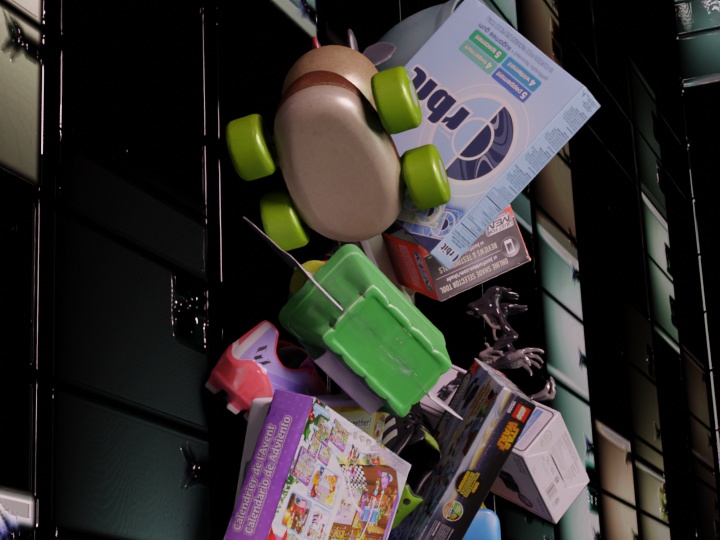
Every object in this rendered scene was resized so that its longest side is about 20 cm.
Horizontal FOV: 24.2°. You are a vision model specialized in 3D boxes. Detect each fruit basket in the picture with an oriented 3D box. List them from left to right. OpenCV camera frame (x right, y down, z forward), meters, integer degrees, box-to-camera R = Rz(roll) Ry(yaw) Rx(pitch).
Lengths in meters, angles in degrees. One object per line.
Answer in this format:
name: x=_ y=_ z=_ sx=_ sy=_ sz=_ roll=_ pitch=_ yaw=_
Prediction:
fruit basket: x=-0.015 y=0.043 z=1.402 sx=0.094 sy=0.200 sz=0.185 roll=-49 pitch=118 yaw=-8

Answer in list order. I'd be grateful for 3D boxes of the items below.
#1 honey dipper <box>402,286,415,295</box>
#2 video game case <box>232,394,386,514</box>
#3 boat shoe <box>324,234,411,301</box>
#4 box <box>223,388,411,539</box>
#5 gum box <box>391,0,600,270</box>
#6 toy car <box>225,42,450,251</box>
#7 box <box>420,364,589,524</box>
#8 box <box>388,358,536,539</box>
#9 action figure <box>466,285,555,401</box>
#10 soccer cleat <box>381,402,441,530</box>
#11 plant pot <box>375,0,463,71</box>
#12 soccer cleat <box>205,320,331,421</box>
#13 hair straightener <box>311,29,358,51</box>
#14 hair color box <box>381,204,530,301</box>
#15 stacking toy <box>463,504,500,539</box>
honey dipper: x=0.030 y=0.055 z=1.712 sx=0.201 sy=0.038 sz=0.038 roll=-75 pitch=148 yaw=-41
video game case: x=-0.045 y=0.193 z=1.371 sx=0.200 sy=0.023 sz=0.183 roll=5 pitch=95 yaw=-61
boat shoe: x=-0.001 y=0.001 z=1.603 sx=0.072 sy=0.060 sz=0.203 roll=-53 pitch=121 yaw=-73
box: x=-0.032 y=0.189 z=1.329 sx=0.200 sy=0.039 sz=0.138 roll=43 pitch=62 yaw=-58
gum box: x=0.091 y=-0.128 z=1.529 sx=0.170 sy=0.200 sz=0.045 roll=45 pitch=4 yaw=37
toy car: x=-0.019 y=-0.137 z=1.512 sx=0.200 sy=0.163 sz=0.158 roll=-91 pitch=161 yaw=-54
box: x=0.121 y=0.162 z=1.676 sx=0.060 sy=0.199 sz=0.117 roll=-48 pitch=133 yaw=-21
box: x=0.084 y=0.187 z=1.538 sx=0.201 sy=0.040 sz=0.137 roll=-61 pitch=-169 yaw=4
action figure: x=0.174 y=0.122 z=1.969 sx=0.119 sy=0.101 sz=0.201 roll=65 pitch=22 yaw=-63
soccer cleat: x=0.042 y=0.163 z=1.556 sx=0.068 sy=0.081 sz=0.200 roll=44 pitch=31 yaw=-20
plant pot: x=0.065 y=-0.173 z=1.752 sx=0.200 sy=0.133 sz=0.202 roll=-10 pitch=90 yaw=-69
soccer cleat: x=-0.054 y=0.101 z=1.396 sx=0.067 sy=0.077 sz=0.200 roll=43 pitch=4 yaw=33
hair straightener: x=0.011 y=-0.141 z=1.643 sx=0.041 sy=0.076 sz=0.201 roll=76 pitch=-1 yaw=-81
hair color box: x=0.078 y=-0.028 z=1.637 sx=0.062 sy=0.101 sz=0.200 roll=69 pitch=-13 yaw=-13
stacking toy: x=0.092 y=0.253 z=1.724 sx=0.200 sy=0.109 sz=0.117 roll=-77 pitch=162 yaw=-67
